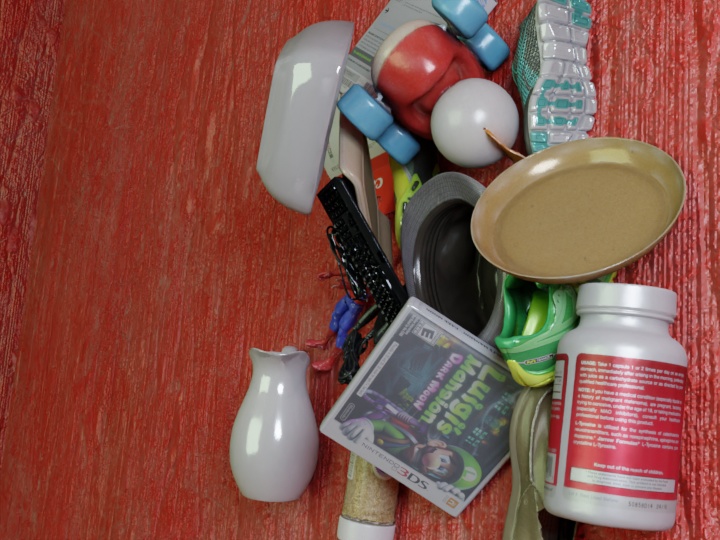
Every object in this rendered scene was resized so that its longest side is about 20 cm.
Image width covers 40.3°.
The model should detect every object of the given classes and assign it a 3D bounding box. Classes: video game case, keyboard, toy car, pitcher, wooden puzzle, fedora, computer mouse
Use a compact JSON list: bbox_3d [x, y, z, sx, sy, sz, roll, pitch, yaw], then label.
[{"bbox_3d":[0.078,0.148,1.024,0.200,0.181,0.023,-56,3,31],"label":"video game case"},{"bbox_3d":[0.000,0.000,1.086,0.201,0.039,0.104,62,161,3],"label":"keyboard"},{"bbox_3d":[0.115,-0.170,1.075,0.184,0.177,0.200,-45,64,8],"label":"toy car"},{"bbox_3d":[-0.111,0.205,1.354,0.172,0.120,0.201,9,-95,-83],"label":"pitcher"},{"bbox_3d":[0.002,-0.086,1.173,0.186,0.037,0.201,-91,-12,-52],"label":"wooden puzzle"},{"bbox_3d":[0.128,-0.003,1.052,0.177,0.090,0.201,-42,57,47],"label":"fedora"},{"bbox_3d":[0.049,0.054,1.199,0.200,0.046,0.141,-50,11,13],"label":"computer mouse"}]

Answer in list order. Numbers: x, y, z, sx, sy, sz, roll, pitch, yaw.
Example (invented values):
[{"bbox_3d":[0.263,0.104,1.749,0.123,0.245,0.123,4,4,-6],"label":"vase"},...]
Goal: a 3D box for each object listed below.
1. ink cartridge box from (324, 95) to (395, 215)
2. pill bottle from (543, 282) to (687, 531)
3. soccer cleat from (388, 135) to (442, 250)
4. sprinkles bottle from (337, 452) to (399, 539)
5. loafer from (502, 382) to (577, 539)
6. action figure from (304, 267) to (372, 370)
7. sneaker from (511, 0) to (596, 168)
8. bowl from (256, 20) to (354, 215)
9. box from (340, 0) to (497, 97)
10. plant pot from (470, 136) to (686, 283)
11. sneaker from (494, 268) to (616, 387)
[{"bbox_3d":[-0.003,-0.168,1.349,0.162,0.057,0.201,-20,59,53],"label":"ink cartridge box"},{"bbox_3d":[0.223,0.116,0.851,0.112,0.112,0.201,-3,78,57],"label":"pill bottle"},{"bbox_3d":[0.067,-0.109,1.220,0.084,0.064,0.201,139,133,-67],"label":"soccer cleat"},{"bbox_3d":[0.019,0.225,1.173,0.068,0.068,0.201,2,82,57],"label":"sprinkles bottle"},{"bbox_3d":[0.184,0.196,0.929,0.067,0.076,0.201,6,92,54],"label":"loafer"},{"bbox_3d":[-0.032,0.043,1.289,0.200,0.099,0.065,-54,40,29],"label":"action figure"},{"bbox_3d":[0.199,-0.199,1.041,0.091,0.077,0.201,151,128,-70],"label":"sneaker"},{"bbox_3d":[-0.065,-0.180,1.109,0.200,0.074,0.201,-85,8,-64],"label":"bowl"},{"bbox_3d":[0.060,-0.285,1.234,0.200,0.041,0.156,-53,36,5],"label":"box"},{"bbox_3d":[0.202,-0.054,0.916,0.199,0.028,0.201,-16,37,12],"label":"plant pot"},{"bbox_3d":[0.186,0.012,0.930,0.074,0.084,0.201,-5,49,46],"label":"sneaker"}]
